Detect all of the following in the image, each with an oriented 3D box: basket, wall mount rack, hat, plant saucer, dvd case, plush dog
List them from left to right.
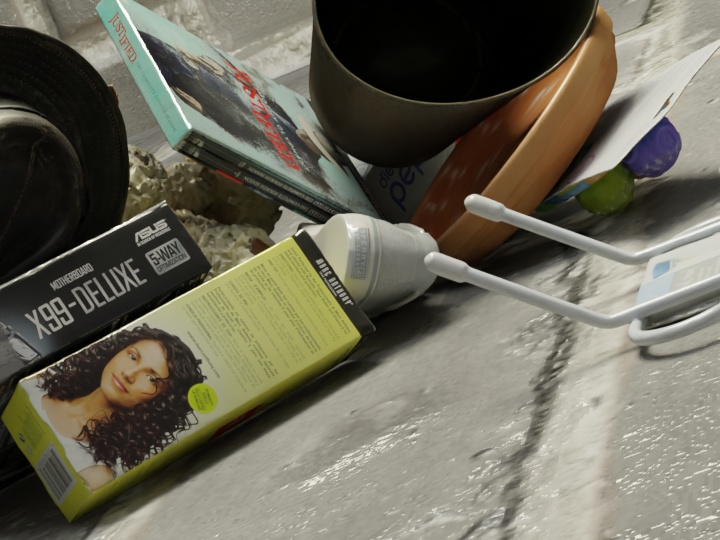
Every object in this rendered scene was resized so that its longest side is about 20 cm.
[{"bbox_3d":[-0.202,-0.031,1.222,0.199,0.202,0.081,-26,30,-19],"label":"hat"},{"bbox_3d":[-0.149,-0.024,1.408,0.160,0.171,0.201,-43,24,20],"label":"plush dog"},{"bbox_3d":[-0.070,-0.093,1.425,0.022,0.199,0.146,-45,47,16],"label":"dvd case"},{"bbox_3d":[0.037,-0.143,1.415,0.179,0.137,0.200,-16,-8,-15],"label":"basket"},{"bbox_3d":[0.098,-0.076,1.402,0.201,0.037,0.200,-51,9,11],"label":"plant saucer"},{"bbox_3d":[0.132,-0.018,1.109,0.172,0.075,0.200,-20,9,17],"label":"wall mount rack"}]

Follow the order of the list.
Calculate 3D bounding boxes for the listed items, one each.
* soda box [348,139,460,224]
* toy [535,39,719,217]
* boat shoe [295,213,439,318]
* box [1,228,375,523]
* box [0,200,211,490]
[{"bbox_3d":[0.035,-0.102,1.575,0.063,0.068,0.201,-13,40,45],"label":"soda box"},{"bbox_3d":[0.155,-0.067,1.377,0.115,0.047,0.200,-49,11,-21],"label":"toy"},{"bbox_3d":[0.000,0.000,1.358,0.068,0.073,0.200,7,-13,-12],"label":"boat shoe"},{"bbox_3d":[-0.091,0.055,1.220,0.199,0.075,0.050,-30,-12,-33],"label":"box"},{"bbox_3d":[-0.182,0.059,1.270,0.157,0.050,0.200,-29,-15,-31],"label":"box"}]
